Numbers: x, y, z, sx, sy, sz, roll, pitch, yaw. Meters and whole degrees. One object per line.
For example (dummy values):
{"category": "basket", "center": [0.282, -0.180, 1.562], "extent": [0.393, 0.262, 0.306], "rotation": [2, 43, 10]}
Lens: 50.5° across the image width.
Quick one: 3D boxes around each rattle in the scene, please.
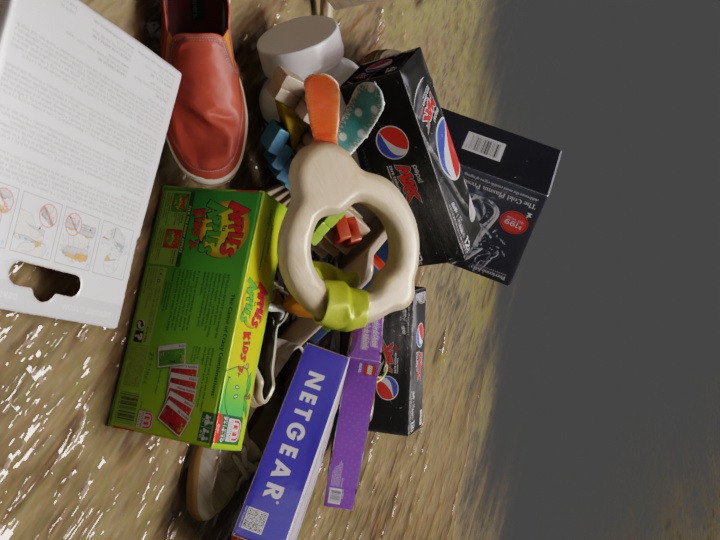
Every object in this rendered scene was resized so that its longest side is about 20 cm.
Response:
{"category": "rattle", "center": [-0.028, -0.057, 0.658], "extent": [0.143, 0.128, 0.203], "rotation": [-137, -150, -80]}

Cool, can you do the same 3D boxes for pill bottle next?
{"category": "pill bottle", "center": [-0.041, -0.148, 0.786], "extent": [0.112, 0.109, 0.202], "rotation": [-61, 148, -42]}

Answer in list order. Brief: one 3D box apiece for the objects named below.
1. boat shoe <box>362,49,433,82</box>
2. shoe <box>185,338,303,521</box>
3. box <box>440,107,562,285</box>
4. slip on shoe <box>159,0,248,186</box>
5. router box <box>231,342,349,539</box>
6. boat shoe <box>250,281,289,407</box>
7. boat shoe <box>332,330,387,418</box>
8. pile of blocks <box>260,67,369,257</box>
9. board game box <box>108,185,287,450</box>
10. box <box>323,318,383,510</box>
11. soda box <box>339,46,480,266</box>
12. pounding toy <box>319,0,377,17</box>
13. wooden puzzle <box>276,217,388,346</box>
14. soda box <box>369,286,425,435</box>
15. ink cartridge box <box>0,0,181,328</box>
{"category": "boat shoe", "center": [0.034, -0.242, 1.000], "extent": [0.200, 0.067, 0.073], "rotation": [4, 99, -68]}
{"category": "shoe", "center": [-0.112, 0.150, 0.753], "extent": [0.070, 0.053, 0.202], "rotation": [67, 36, -47]}
{"category": "box", "center": [0.155, -0.103, 1.077], "extent": [0.183, 0.197, 0.105], "rotation": [101, 13, -49]}
{"category": "slip on shoe", "center": [-0.129, -0.169, 0.610], "extent": [0.061, 0.073, 0.204], "rotation": [-150, -122, -83]}
{"category": "router box", "center": [-0.071, 0.205, 0.778], "extent": [0.181, 0.048, 0.202], "rotation": [102, 7, -55]}
{"category": "boat shoe", "center": [-0.101, 0.032, 0.731], "extent": [0.075, 0.067, 0.203], "rotation": [27, 66, -62]}
{"category": "boat shoe", "center": [0.002, 0.116, 1.001], "extent": [0.072, 0.059, 0.205], "rotation": [-35, 126, -60]}
{"category": "pile of blocks", "center": [-0.045, -0.082, 0.705], "extent": [0.081, 0.062, 0.202], "rotation": [-27, 130, -10]}
{"category": "board game box", "center": [-0.131, 0.036, 0.626], "extent": [0.048, 0.100, 0.203], "rotation": [34, 63, -64]}
{"category": "box", "center": [-0.007, 0.159, 0.909], "extent": [0.137, 0.038, 0.203], "rotation": [-84, -177, -67]}
{"category": "soda box", "center": [0.053, -0.105, 0.746], "extent": [0.064, 0.070, 0.202], "rotation": [-56, 131, -48]}
{"category": "pounding toy", "center": [-0.019, -0.365, 0.799], "extent": [0.200, 0.140, 0.187], "rotation": [36, 61, -51]}
{"category": "wooden puzzle", "center": [0.000, 0.000, 0.852], "extent": [0.046, 0.185, 0.201], "rotation": [40, 39, -6]}
{"category": "soda box", "center": [0.050, 0.124, 1.078], "extent": [0.063, 0.070, 0.204], "rotation": [-5, 98, -68]}
{"category": "ink cartridge box", "center": [-0.205, -0.074, 0.511], "extent": [0.162, 0.056, 0.203], "rotation": [26, 79, -65]}
